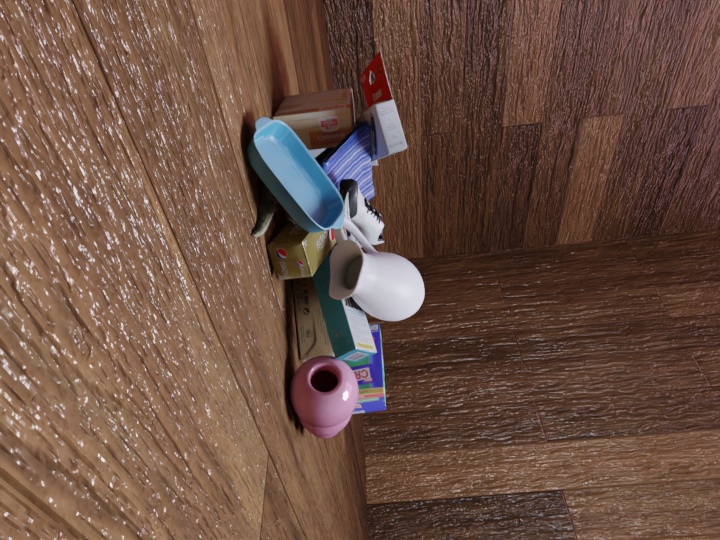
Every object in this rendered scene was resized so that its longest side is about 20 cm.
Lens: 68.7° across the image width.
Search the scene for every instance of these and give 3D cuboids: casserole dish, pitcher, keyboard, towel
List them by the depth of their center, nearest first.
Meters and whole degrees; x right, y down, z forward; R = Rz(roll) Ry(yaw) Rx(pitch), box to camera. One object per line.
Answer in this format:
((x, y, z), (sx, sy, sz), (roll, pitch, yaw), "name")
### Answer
((-0.101, -0.139, 0.806), (0.201, 0.039, 0.122), (52, 32, -15), "casserole dish")
((0.026, -0.002, 0.968), (0.199, 0.120, 0.174), (24, 48, -45), "pitcher")
((-0.020, -0.177, 1.037), (0.145, 0.024, 0.201), (-50, 153, -27), "towel")
((-0.068, -0.277, 1.207), (0.021, 0.199, 0.128), (43, 44, -22), "keyboard")

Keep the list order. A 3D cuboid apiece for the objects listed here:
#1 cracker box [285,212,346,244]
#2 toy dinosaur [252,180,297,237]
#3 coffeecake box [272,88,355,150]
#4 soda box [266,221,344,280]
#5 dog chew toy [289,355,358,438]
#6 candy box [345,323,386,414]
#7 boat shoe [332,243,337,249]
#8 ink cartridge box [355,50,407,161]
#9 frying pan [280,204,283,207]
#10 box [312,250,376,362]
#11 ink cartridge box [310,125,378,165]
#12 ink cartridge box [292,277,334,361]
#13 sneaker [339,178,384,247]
((-0.072, -0.104, 1.116), (0.199, 0.057, 0.137), (-18, 105, -56), "cracker box")
((-0.126, -0.114, 0.838), (0.087, 0.047, 0.203), (27, 48, -32), "toy dinosaur")
((-0.089, -0.313, 1.087), (0.201, 0.151, 0.074), (-90, 174, -61), "coffeecake box")
((-0.090, -0.059, 0.930), (0.201, 0.067, 0.065), (-63, 143, -59), "soda box")
((-0.067, 0.245, 0.972), (0.202, 0.122, 0.126), (95, -7, -51), "dog chew toy")
((-0.027, 0.233, 1.241), (0.202, 0.166, 0.078), (-93, 173, -45), "candy box")
((0.000, 0.000, 1.137), (0.199, 0.064, 0.072), (33, 81, -54), "boat shoe")
((0.025, -0.308, 1.027), (0.200, 0.043, 0.176), (-147, -141, -77), "ink cartridge box")
((-0.115, -0.164, 0.961), (0.116, 0.031, 0.191), (55, 27, -19), "frying pan")
((-0.035, 0.064, 0.979), (0.082, 0.049, 0.203), (25, 43, -58), "box")
((-0.054, -0.320, 1.360), (0.176, 0.196, 0.085), (-87, 172, -67), "ink cartridge box")
((-0.092, 0.078, 1.130), (0.165, 0.074, 0.204), (-36, 120, -86), "ink cartridge box")
((0.004, -0.111, 1.020), (0.201, 0.078, 0.075), (75, 11, -62), "sneaker")
